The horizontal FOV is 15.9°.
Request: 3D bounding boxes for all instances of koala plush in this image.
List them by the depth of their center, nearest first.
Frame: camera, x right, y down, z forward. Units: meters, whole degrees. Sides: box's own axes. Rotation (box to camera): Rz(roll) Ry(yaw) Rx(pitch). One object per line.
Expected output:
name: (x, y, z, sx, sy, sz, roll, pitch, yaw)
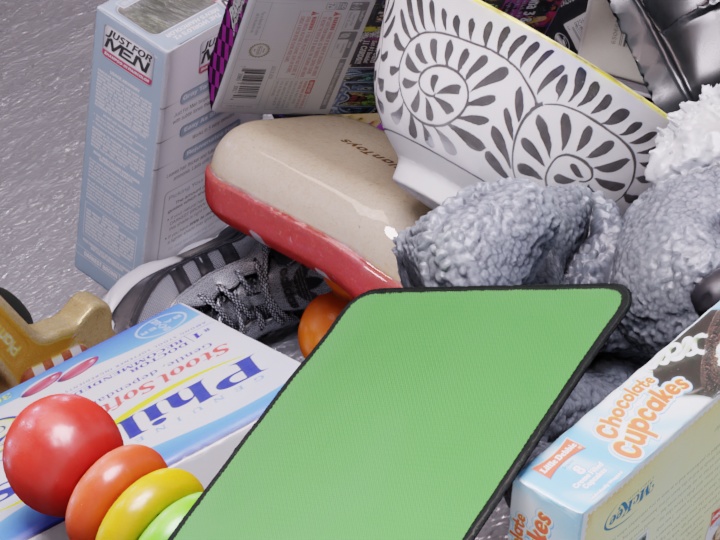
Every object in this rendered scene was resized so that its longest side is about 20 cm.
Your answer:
koala plush: (0.132, 0.009, 1.208, 0.199, 0.178, 0.184, -26, 9, -4)

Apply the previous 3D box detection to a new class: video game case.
video game case: (0.019, -0.147, 1.421, 0.180, 0.036, 0.200, -2, -24, -13)

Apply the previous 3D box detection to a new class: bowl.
bowl: (0.076, -0.064, 1.325, 0.095, 0.200, 0.201, -59, 24, -2)

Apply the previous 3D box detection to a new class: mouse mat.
mouse mat: (0.006, 0.073, 1.033, 0.160, 0.008, 0.200, -2, 41, 44)

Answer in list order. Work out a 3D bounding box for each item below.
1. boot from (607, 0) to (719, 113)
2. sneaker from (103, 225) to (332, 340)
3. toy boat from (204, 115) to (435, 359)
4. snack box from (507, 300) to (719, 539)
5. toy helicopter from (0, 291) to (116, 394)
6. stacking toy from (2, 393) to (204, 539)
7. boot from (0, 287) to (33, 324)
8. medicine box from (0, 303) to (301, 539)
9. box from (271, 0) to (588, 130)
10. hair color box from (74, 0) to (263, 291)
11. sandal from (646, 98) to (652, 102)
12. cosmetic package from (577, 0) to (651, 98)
boot: (0.209, -0.174, 1.393, 0.162, 0.073, 0.199, -29, 61, 11)
sneaker: (-0.069, 0.016, 1.534, 0.113, 0.076, 0.200, -7, 20, 41)
toy boat: (0.000, 0.000, 1.442, 0.130, 0.132, 0.199, -8, 27, -45)
snack box: (0.131, 0.084, 1.067, 0.037, 0.117, 0.200, 28, 44, 30)
toy helicopter: (-0.187, 0.057, 1.379, 0.079, 0.200, 0.132, 28, 71, 41)
stacking toy: (-0.077, 0.117, 1.099, 0.085, 0.086, 0.200, -33, 57, -33)
boot: (-0.277, 0.096, 1.445, 0.199, 0.069, 0.174, -19, -25, -43)
medicine box: (-0.113, 0.114, 1.266, 0.181, 0.104, 0.200, -27, 19, -19)
box: (0.058, -0.118, 1.634, 0.199, 0.107, 0.122, -28, 1, 42)
hair color box: (-0.113, -0.083, 1.559, 0.060, 0.201, 0.099, 34, 45, 25)
sandal: (0.127, -0.047, 1.559, 0.211, 0.078, 0.070, -26, -13, -37)
cosmetic package: (0.211, -0.149, 1.548, 0.103, 0.088, 0.200, 17, 13, 22)
